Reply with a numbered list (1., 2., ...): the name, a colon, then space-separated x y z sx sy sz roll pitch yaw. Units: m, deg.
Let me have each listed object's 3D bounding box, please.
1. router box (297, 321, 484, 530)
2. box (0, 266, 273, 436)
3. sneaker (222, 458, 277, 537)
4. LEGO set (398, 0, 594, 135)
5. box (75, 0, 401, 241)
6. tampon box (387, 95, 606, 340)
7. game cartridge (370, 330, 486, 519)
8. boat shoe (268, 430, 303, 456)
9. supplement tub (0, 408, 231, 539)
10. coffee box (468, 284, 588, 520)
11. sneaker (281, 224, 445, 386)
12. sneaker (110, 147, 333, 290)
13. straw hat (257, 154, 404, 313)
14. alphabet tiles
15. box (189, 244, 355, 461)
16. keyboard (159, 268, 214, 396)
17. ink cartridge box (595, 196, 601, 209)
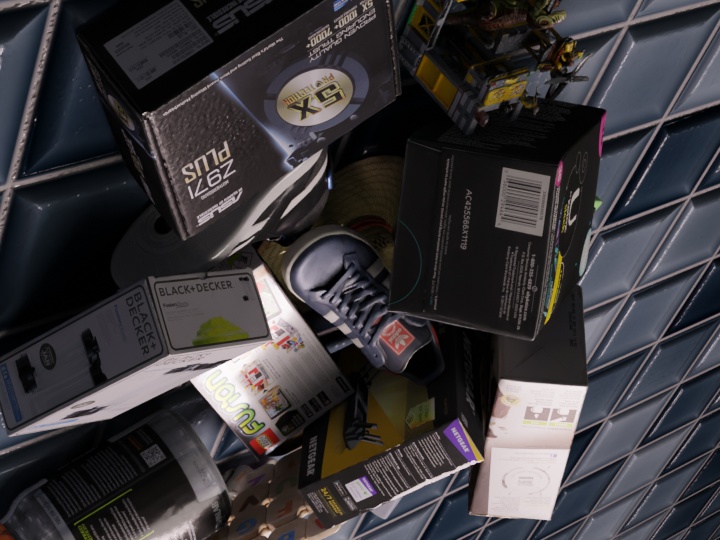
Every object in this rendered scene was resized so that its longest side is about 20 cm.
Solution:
1. router box: 0.028 0.123 1.522 0.156 0.201 0.052 -26 116 15
2. box: -0.177 0.062 1.308 0.199 0.061 0.116 -26 167 36
3. sneaker: -0.145 0.241 1.737 0.199 0.075 0.093 -22 142 -51
4. LEGO set: 0.130 -0.191 1.351 0.199 0.116 0.154 -14 144 -45
5. box: -0.077 -0.140 1.182 0.199 0.086 0.164 -34 155 -13
6. tampon box: 0.118 -0.051 1.420 0.200 0.125 0.152 -41 140 -64
7. game cartridge: 0.071 0.143 1.643 0.200 0.040 0.134 -48 166 -45
8. boat shoe: -0.087 0.111 1.598 0.073 0.067 0.200 -27 151 -4
9. supplement tub: -0.224 0.220 1.519 0.199 0.123 0.123 -30 153 -21
10. coffee box: 0.145 0.118 1.523 0.079 0.114 0.201 4 137 -2
11. sneaker: 0.012 0.034 1.420 0.075 0.085 0.200 -45 140 7
12. sneaker: -0.097 -0.031 1.345 0.199 0.073 0.112 -39 154 -6
13. straw hat: 0.000 0.000 1.517 0.200 0.085 0.202 -32 154 -17
14. alphabet tiles: -0.066 0.207 1.571 0.198 0.015 0.196 -26 -162 10
15. box: -0.091 0.071 1.455 0.110 0.035 0.201 -35 137 -2
16. keyboard: -0.149 0.040 1.452 0.126 0.021 0.201 -18 148 -29
17. ink cartridge box: 0.115 -0.021 1.644 0.145 0.084 0.201 -2 136 -54
